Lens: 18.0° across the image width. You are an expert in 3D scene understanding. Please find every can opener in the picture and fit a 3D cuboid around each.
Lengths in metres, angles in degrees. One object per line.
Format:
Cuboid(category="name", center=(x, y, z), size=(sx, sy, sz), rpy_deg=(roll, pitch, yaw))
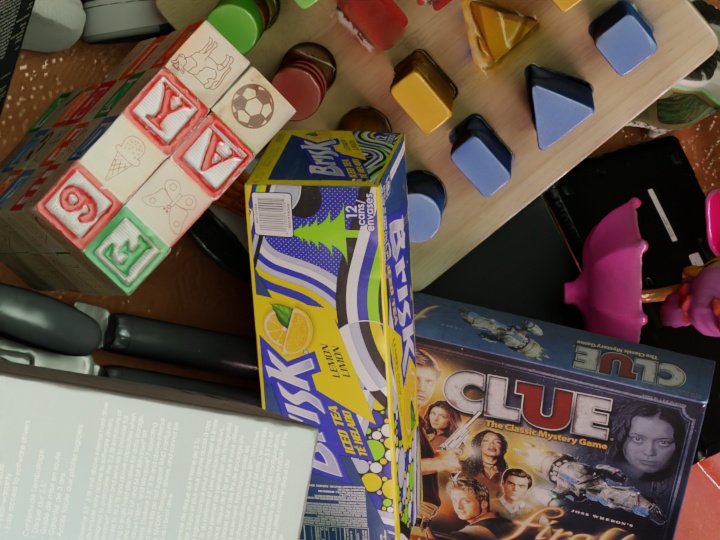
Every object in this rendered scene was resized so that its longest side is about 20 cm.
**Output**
Cuboid(category="can opener", center=(-0.115, 0.048, 1.159), size=(0.200, 0.066, 0.053), rpy_deg=(13, 84, -25))

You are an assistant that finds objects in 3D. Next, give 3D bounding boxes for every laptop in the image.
Cuboid(category="laptop", center=(0.122, 0.039, 1.251), size=(0.200, 0.103, 0.177), rpy_deg=(-17, 79, -45))

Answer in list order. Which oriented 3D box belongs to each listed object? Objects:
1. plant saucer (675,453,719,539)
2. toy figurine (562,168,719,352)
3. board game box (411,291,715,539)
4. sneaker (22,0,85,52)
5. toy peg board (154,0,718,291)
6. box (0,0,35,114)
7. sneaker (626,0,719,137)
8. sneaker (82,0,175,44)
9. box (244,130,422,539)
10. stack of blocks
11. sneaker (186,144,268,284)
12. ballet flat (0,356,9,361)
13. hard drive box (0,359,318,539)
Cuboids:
Cuboid(category="plant saucer", center=(0.166, 0.196, 1.277), size=(0.200, 0.037, 0.200), rpy_deg=(-44, 104, -17))
Cuboid(category="toy figurine", center=(0.200, 0.005, 1.154), size=(0.184, 0.200, 0.150), rpy_deg=(-23, 119, -34))
Cuboid(category="board game box", center=(0.066, 0.082, 1.138), size=(0.200, 0.035, 0.136), rpy_deg=(13, 129, 9))
Cuboid(category="sneaker", center=(-0.215, -0.186, 1.120), size=(0.200, 0.075, 0.089), rpy_deg=(30, 66, -17))
Cuboid(category="toy peg board", center=(0.034, -0.113, 1.075), size=(0.200, 0.098, 0.199), rpy_deg=(-39, 99, 13))
Cuboid(category="box", center=(-0.239, -0.076, 1.004), size=(0.086, 0.164, 0.200), rpy_deg=(30, 34, 11))
Cuboid(category="sneaker", center=(0.144, -0.100, 1.212), size=(0.200, 0.089, 0.077), rpy_deg=(9, 46, -55))
Cuboid(category="sneaker", center=(-0.049, -0.199, 1.158), size=(0.202, 0.077, 0.146), rpy_deg=(-7, 91, -4))
Cuboid(category="box", center=(-0.010, 0.038, 1.062), size=(0.064, 0.070, 0.200), rpy_deg=(2, 115, 11))
Cuboid(category="stack of blocks", center=(-0.118, -0.050, 1.081), size=(0.059, 0.200, 0.115), rpy_deg=(44, 76, -15))
Cuboid(category="sneaker", center=(0.000, 0.000, 1.188), size=(0.200, 0.076, 0.092), rpy_deg=(50, 39, -11))
Cuboid(category="ballet flat", center=(-0.225, 0.036, 1.078), size=(0.200, 0.064, 0.067), rpy_deg=(31, 78, -6))
Cuboid(category="hard drive box", center=(-0.137, 0.081, 0.986), size=(0.200, 0.156, 0.077), rpy_deg=(11, 87, -16))
